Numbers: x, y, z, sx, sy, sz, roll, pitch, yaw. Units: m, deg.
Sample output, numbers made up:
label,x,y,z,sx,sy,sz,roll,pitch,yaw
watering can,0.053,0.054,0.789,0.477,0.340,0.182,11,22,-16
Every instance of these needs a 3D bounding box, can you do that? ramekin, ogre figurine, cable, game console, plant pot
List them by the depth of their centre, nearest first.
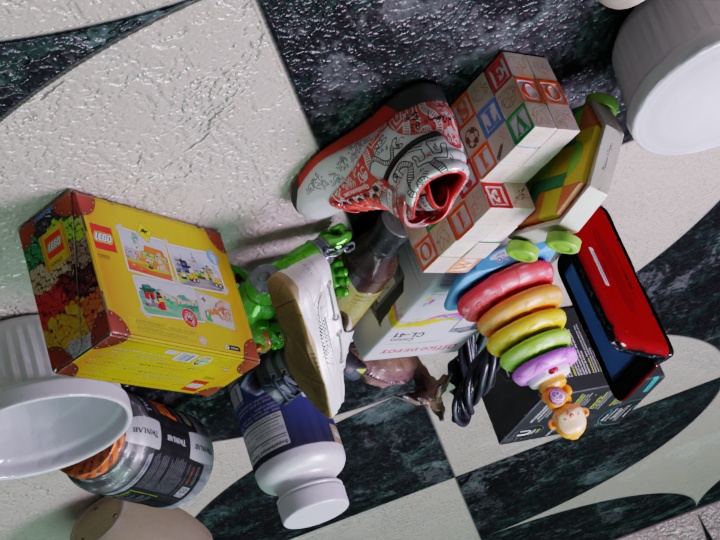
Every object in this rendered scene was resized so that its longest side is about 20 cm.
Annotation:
label,x,y,z,sx,sy,sz,roll,pitch,yaw
ramekin,0.326,-0.201,1.291,0.202,0.094,0.202,-16,154,-8
ramekin,-0.345,0.129,1.442,0.200,0.105,0.200,-16,154,-8
ogre figurine,-0.095,0.033,1.457,0.120,0.098,0.200,-21,178,-45
game console,0.258,0.034,1.588,0.119,0.200,0.172,-37,150,30
cable,0.142,0.091,1.667,0.051,0.163,0.200,21,134,-3
plant pot,-0.323,0.386,1.919,0.200,0.200,0.135,-29,118,17

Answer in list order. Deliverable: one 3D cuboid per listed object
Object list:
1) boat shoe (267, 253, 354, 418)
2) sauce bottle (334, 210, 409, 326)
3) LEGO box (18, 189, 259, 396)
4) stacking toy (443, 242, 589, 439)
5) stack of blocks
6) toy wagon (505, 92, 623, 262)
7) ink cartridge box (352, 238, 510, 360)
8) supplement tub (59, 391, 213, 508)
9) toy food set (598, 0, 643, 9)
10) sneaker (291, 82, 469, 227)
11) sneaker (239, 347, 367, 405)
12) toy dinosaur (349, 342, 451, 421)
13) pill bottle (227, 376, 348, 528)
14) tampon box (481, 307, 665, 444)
label,x,y,z,sx,sy,sz,roll,pitch,yaw
boat shoe,-0.036,0.067,1.401,0.069,0.071,0.200,-36,140,-24
sauce bottle,0.000,0.000,1.491,0.066,0.066,0.200,-4,148,-31
LEGO box,-0.201,0.025,1.287,0.077,0.149,0.200,-33,152,27
stacking toy,0.175,0.078,1.407,0.116,0.200,0.110,-18,162,-15
stack of blocks,0.116,-0.098,1.317,0.058,0.115,0.200,0,148,-37
toy wagon,0.179,-0.086,1.349,0.040,0.155,0.200,25,163,-23
ink cartridge box,0.091,0.014,1.561,0.147,0.086,0.200,-3,148,-35
supplement tub,-0.270,0.209,1.639,0.122,0.123,0.200,-27,155,15
toy food set,0.239,-0.301,1.081,0.200,0.060,0.143,-31,142,18
sneaker,0.017,-0.075,1.294,0.067,0.108,0.201,8,143,-46
sneaker,-0.065,0.112,1.544,0.074,0.081,0.200,42,157,-22
toy dinosaur,0.035,0.113,1.657,0.200,0.136,0.086,4,146,-40
pill bottle,-0.082,0.201,1.670,0.111,0.200,0.111,-17,155,-8
tampon box,0.279,0.137,1.901,0.200,0.126,0.150,-7,151,-25
